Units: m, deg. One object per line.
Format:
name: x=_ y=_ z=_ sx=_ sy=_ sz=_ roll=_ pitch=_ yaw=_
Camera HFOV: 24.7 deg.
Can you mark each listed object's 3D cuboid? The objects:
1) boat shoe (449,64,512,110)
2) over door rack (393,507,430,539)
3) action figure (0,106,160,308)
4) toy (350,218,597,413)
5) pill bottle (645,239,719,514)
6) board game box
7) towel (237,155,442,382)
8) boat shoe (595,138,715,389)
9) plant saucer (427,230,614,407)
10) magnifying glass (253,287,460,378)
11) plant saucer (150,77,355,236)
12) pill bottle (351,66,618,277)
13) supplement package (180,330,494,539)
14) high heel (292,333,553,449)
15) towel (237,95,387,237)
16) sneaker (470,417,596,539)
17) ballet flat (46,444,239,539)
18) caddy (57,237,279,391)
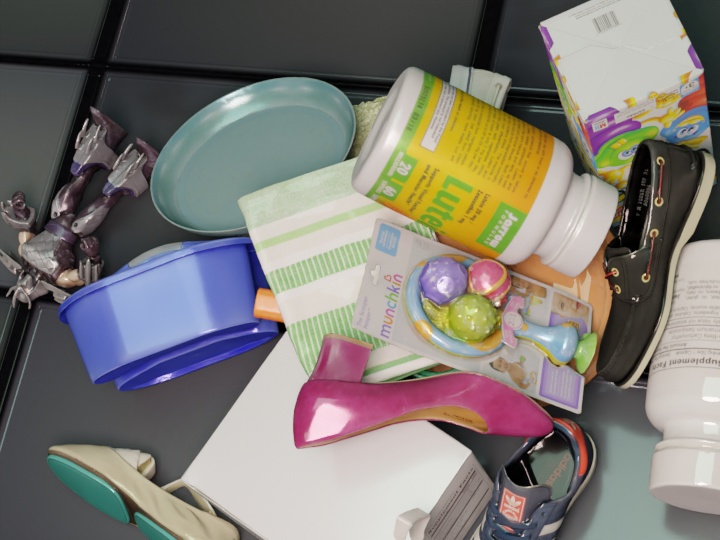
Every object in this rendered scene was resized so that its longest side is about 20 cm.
boat shoe: x=0.103 y=-0.085 z=1.473 sx=0.069 sy=0.071 sz=0.201 roll=7 pitch=73 yaw=3
over door rack: x=0.089 y=0.287 z=1.272 sx=0.147 sy=0.201 sz=0.067 roll=26 pitch=36 yaw=25
action figure: x=-0.277 y=-0.050 z=1.572 sx=0.130 sy=0.069 sz=0.201 roll=31 pitch=84 yaw=16
toy: x=0.100 y=0.027 z=1.317 sx=0.199 sy=0.047 sz=0.116 roll=24 pitch=49 yaw=-12
pill bottle: x=0.288 y=0.087 z=1.318 sx=0.114 sy=0.114 sz=0.201 roll=5 pitch=70 yaw=19
board game box: x=0.228 y=-0.137 z=1.380 sx=0.104 sy=0.200 sz=0.103 roll=-23 pitch=63 yaw=5
towel: x=0.000 y=0.000 z=1.369 sx=0.152 sy=0.023 sz=0.201 roll=-20 pitch=68 yaw=-5
boat shoe: x=0.222 y=-0.006 z=1.322 sx=0.063 sy=0.074 sz=0.203 roll=14 pitch=99 yaw=-14
plant saucer: x=0.129 y=0.018 z=1.402 sx=0.199 sy=0.032 sz=0.202 roll=0 pitch=84 yaw=2
magnifying glass: x=0.010 y=0.044 z=1.380 sx=0.199 sy=0.022 sz=0.080 roll=10 pitch=84 yaw=2
plant saucer: x=-0.094 y=-0.099 z=1.490 sx=0.199 sy=0.027 sz=0.201 roll=-15 pitch=43 yaw=14
pill bottle: x=0.103 y=-0.073 z=1.334 sx=0.199 sy=0.111 sz=0.112 roll=26 pitch=75 yaw=-7
supplement package: x=-0.016 y=0.177 z=1.374 sx=0.199 sy=0.111 sz=0.156 roll=32 pitch=80 yaw=25
high heel: x=0.048 y=0.121 z=1.282 sx=0.199 sy=0.067 sz=0.096 roll=19 pitch=66 yaw=-5
towel: x=-0.022 y=-0.086 z=1.507 sx=0.199 sy=0.036 sz=0.149 roll=-11 pitch=60 yaw=24
sneaker: x=0.124 y=0.206 z=1.334 sx=0.075 sy=0.085 sz=0.201 roll=21 pitch=76 yaw=23
ballet flat: x=-0.187 y=0.199 z=1.450 sx=0.199 sy=0.070 sz=0.070 roll=32 pitch=80 yaw=24
caddy: x=-0.168 y=0.029 z=1.458 sx=0.199 sy=0.141 sz=0.106 roll=-20 pitch=78 yaw=7
